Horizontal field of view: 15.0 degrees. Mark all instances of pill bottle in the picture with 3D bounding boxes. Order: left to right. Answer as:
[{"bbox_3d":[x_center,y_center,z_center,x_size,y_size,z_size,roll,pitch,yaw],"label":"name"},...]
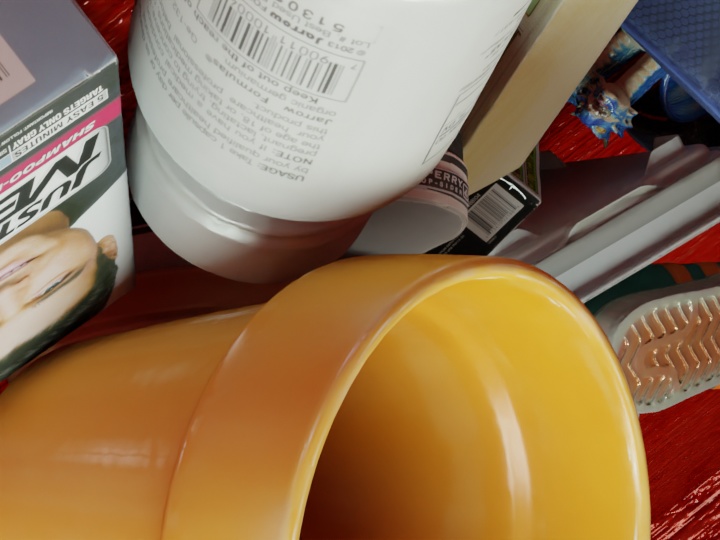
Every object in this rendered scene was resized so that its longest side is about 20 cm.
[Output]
[{"bbox_3d":[-0.013,-0.081,0.864,0.114,0.115,0.200,-30,164,-29],"label":"pill bottle"}]

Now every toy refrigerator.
[{"bbox_3d":[0.053,-0.109,1.026,0.070,0.076,0.200,-28,163,-36],"label":"toy refrigerator"}]

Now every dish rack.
[{"bbox_3d":[0.080,-0.017,1.310,0.171,0.044,0.200,-29,-169,-24],"label":"dish rack"}]

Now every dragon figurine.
[{"bbox_3d":[0.159,-0.113,1.313,0.099,0.059,0.200,-47,163,30],"label":"dragon figurine"}]

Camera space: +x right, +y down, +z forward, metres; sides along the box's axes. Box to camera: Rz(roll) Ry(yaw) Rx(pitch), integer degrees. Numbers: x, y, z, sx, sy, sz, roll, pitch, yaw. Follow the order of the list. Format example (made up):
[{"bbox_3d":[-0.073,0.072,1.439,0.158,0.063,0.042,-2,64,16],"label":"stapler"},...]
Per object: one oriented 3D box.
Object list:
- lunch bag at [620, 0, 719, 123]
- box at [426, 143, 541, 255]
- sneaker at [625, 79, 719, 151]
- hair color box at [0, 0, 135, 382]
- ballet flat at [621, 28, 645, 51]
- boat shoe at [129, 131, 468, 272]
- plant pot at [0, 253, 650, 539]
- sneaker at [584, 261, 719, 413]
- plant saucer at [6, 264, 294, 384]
[{"bbox_3d":[0.190,-0.115,1.094,0.136,0.200,0.132,-47,166,14],"label":"lunch bag"},{"bbox_3d":[0.000,0.000,1.203,0.200,0.035,0.110,-45,-161,23],"label":"box"},{"bbox_3d":[0.205,-0.051,1.362,0.075,0.200,0.079,-41,122,-1],"label":"sneaker"},{"bbox_3d":[-0.129,-0.022,0.871,0.099,0.061,0.200,-35,166,-14],"label":"hair color box"},{"bbox_3d":[0.201,-0.148,1.188,0.199,0.064,0.068,-24,125,15],"label":"ballet flat"},{"bbox_3d":[-0.045,-0.027,1.036,0.199,0.069,0.073,-22,149,39],"label":"boat shoe"},{"bbox_3d":[-0.031,0.091,0.927,0.182,0.202,0.200,4,-163,39],"label":"plant pot"},{"bbox_3d":[0.154,0.023,1.303,0.199,0.080,0.072,-4,104,-45],"label":"sneaker"},{"bbox_3d":[-0.040,0.044,1.079,0.199,0.033,0.200,0,160,0],"label":"plant saucer"}]
